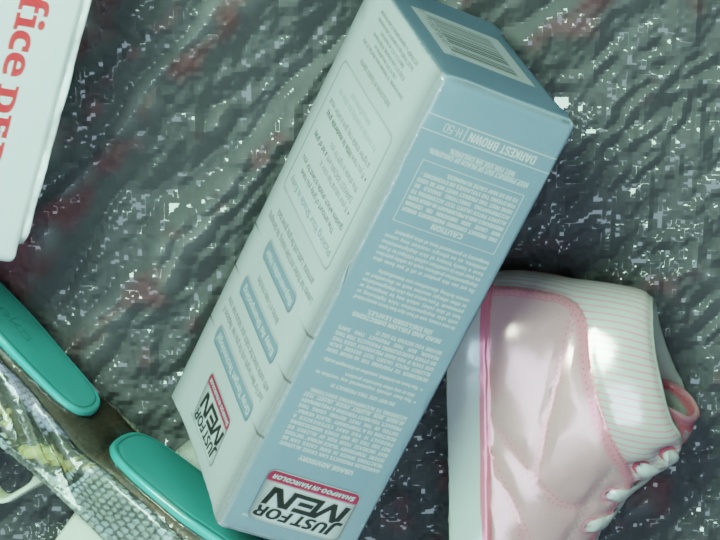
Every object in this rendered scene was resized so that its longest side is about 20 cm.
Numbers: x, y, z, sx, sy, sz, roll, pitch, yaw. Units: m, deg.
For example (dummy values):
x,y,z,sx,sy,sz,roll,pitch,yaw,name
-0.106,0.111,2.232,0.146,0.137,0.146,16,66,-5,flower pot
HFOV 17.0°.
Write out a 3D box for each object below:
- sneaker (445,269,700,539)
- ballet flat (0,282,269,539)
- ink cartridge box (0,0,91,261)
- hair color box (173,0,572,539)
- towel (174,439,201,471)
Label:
x,y,z,sx,sy,sz,roll,pitch,yaw,name
0.089,0.096,1.006,0.104,0.075,0.201,0,107,6,sneaker
-0.116,0.082,0.990,0.200,0.072,0.072,42,107,9,ballet flat
-0.212,-0.096,0.896,0.199,0.084,0.145,9,109,-26,ink cartridge box
0.000,0.000,0.946,0.060,0.099,0.200,19,111,-24,hair color box
-0.078,0.194,1.067,0.200,0.035,0.193,-41,105,13,towel
